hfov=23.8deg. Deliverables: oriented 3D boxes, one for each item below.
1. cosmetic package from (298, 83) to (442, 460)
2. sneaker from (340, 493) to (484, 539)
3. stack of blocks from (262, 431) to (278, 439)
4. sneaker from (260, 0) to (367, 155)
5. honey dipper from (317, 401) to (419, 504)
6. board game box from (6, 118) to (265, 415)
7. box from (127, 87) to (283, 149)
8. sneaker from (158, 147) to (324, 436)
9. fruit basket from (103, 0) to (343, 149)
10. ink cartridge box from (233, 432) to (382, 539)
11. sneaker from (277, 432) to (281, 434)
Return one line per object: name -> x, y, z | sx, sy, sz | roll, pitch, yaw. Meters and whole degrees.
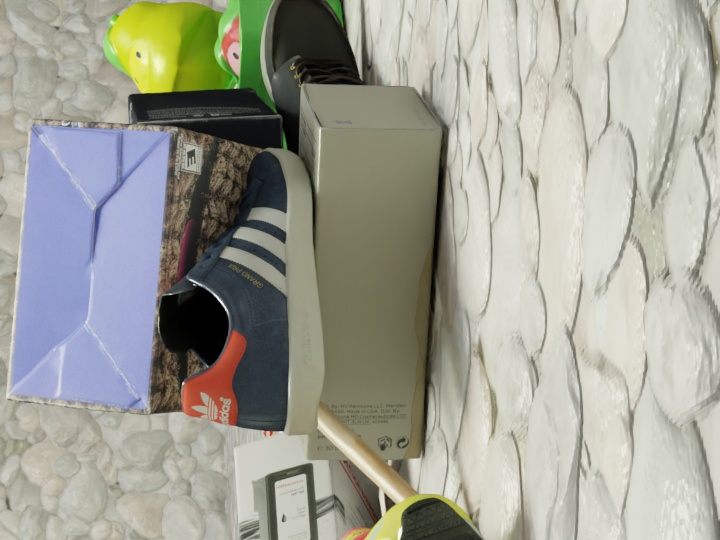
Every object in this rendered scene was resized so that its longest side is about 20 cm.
cosmetic package -> 0.000, 0.000, 1.005 | 0.104, 0.072, 0.202 | -110, 22, -68
sneaker -> 0.011, 0.155, 0.821 | 0.201, 0.078, 0.091 | 101, 151, -51
stack of blocks -> -0.046, 0.098, 1.389 | 0.115, 0.058, 0.202 | -153, 64, -81
sneaker -> -0.021, -0.134, 1.223 | 0.106, 0.074, 0.202 | 117, 144, -62
honey dipper -> -0.006, 0.094, 0.910 | 0.200, 0.038, 0.038 | 41, 136, 43
board game box -> -0.114, 0.001, 1.034 | 0.200, 0.096, 0.161 | 5, -90, -68
box -> -0.114, -0.025, 1.268 | 0.182, 0.103, 0.202 | -128, 35, -76
sneaker -> -0.068, 0.004, 0.933 | 0.201, 0.084, 0.075 | -98, 11, -49
fruit basket -> -0.120, -0.164, 1.452 | 0.217, 0.214, 0.156 | 99, 169, -45
ink cartridge box -> -0.027, 0.179, 1.066 | 0.201, 0.067, 0.116 | -97, -13, -46
sneaker -> -0.032, 0.159, 1.236 | 0.113, 0.071, 0.201 | -95, 11, -58
